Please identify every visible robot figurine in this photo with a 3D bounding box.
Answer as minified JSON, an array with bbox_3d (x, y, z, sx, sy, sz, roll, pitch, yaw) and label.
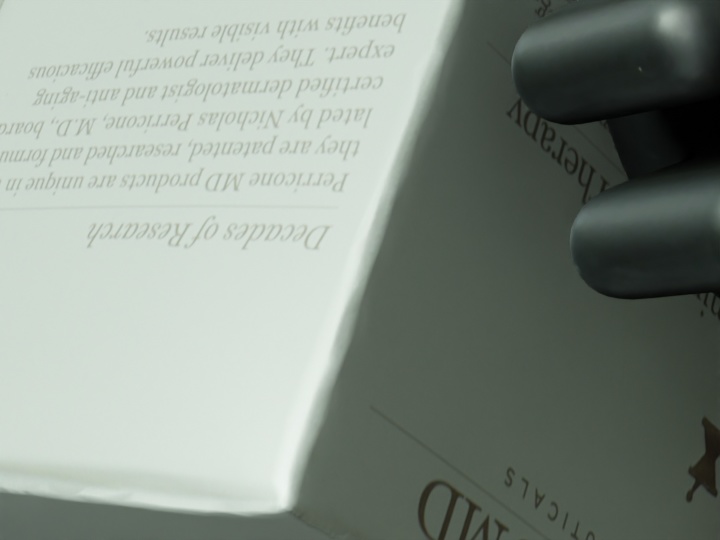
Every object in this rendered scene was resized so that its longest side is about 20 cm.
[{"bbox_3d":[0.132,-0.056,0.595,0.200,0.151,0.125,-24,47,-29],"label":"robot figurine"}]

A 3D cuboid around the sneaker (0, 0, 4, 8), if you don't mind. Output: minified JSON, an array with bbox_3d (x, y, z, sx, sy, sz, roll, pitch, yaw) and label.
[{"bbox_3d":[-0.112,-0.091,0.899,0.074,0.088,0.201,-3,58,41],"label":"sneaker"}]

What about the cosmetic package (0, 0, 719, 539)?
[{"bbox_3d":[0.000,0.000,0.676,0.166,0.167,0.201,0,62,40],"label":"cosmetic package"}]
